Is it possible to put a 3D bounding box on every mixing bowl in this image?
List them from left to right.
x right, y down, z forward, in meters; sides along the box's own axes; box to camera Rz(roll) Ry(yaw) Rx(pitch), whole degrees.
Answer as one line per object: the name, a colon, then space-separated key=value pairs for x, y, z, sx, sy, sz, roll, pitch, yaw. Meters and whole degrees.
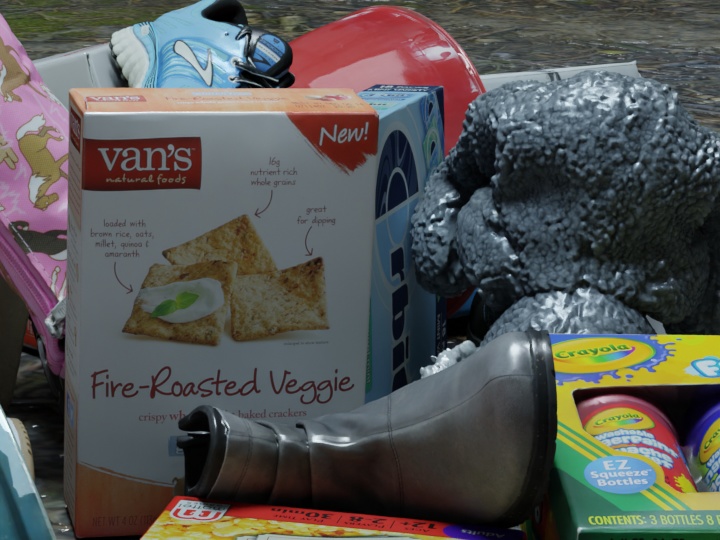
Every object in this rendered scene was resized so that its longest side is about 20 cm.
mixing bowl: x=-0.022 y=-0.057 z=1.402 sx=0.108 sy=0.200 sz=0.200 roll=-6 pitch=15 yaw=-41

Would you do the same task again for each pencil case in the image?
pencil case: x=-0.167 y=-0.048 z=1.135 sx=0.083 sy=0.200 sz=0.087 roll=-35 pitch=3 yaw=-10

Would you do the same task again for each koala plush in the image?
koala plush: x=0.103 y=0.024 z=1.153 sx=0.177 sy=0.200 sz=0.184 roll=12 pitch=-25 yaw=2

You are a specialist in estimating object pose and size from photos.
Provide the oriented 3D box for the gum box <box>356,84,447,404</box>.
gum box: x=0.000 y=0.000 z=1.235 sx=0.045 sy=0.170 sz=0.200 roll=2 pitch=12 yaw=16

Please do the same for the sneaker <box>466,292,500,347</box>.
sneaker: x=0.107 y=0.023 z=1.354 sx=0.073 sy=0.082 sz=0.200 roll=-2 pitch=12 yaw=-8

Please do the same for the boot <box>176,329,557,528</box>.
boot: x=-0.003 y=0.076 z=0.988 sx=0.132 sy=0.070 sz=0.200 roll=7 pitch=-27 yaw=-16

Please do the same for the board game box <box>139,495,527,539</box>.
board game box: x=-0.024 y=0.143 z=0.893 sx=0.151 sy=0.046 sz=0.200 roll=4 pitch=13 yaw=9

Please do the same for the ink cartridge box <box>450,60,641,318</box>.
ink cartridge box: x=0.088 y=-0.053 z=1.518 sx=0.200 sy=0.145 sz=0.084 roll=-9 pitch=6 yaw=-40

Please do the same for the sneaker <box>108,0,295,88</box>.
sneaker: x=-0.078 y=-0.101 z=1.312 sx=0.090 sy=0.078 sz=0.200 roll=-33 pitch=37 yaw=5

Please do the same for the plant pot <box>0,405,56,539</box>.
plant pot: x=-0.170 y=0.136 z=0.627 sx=0.188 sy=0.200 sz=0.200 roll=-18 pitch=19 yaw=-17

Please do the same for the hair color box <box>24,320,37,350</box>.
hair color box: x=-0.113 y=0.023 z=1.359 sx=0.200 sy=0.061 sz=0.101 roll=16 pitch=18 yaw=42

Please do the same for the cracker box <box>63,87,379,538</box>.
cracker box: x=-0.066 y=0.018 z=1.082 sx=0.134 sy=0.200 sz=0.058 roll=-1 pitch=15 yaw=-13

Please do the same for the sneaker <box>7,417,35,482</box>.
sneaker: x=-0.210 y=0.092 z=1.029 sx=0.112 sy=0.071 sz=0.200 roll=1 pitch=5 yaw=-23

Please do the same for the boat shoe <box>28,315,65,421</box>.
boat shoe: x=-0.146 y=0.013 z=1.260 sx=0.072 sy=0.065 sz=0.200 roll=14 pitch=32 yaw=-24

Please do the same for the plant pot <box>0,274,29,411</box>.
plant pot: x=-0.270 y=-0.014 z=1.248 sx=0.177 sy=0.200 sz=0.200 roll=9 pitch=9 yaw=-23

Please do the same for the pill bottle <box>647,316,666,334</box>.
pill bottle: x=0.187 y=-0.003 z=1.412 sx=0.112 sy=0.112 sz=0.200 roll=1 pitch=12 yaw=-5

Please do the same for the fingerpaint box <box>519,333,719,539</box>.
fingerpaint box: x=0.172 y=0.094 z=1.008 sx=0.200 sy=0.073 sz=0.167 roll=1 pitch=26 yaw=-6

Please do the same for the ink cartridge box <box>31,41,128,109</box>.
ink cartridge box: x=-0.218 y=-0.077 z=1.431 sx=0.200 sy=0.084 sz=0.146 roll=-13 pitch=8 yaw=15
